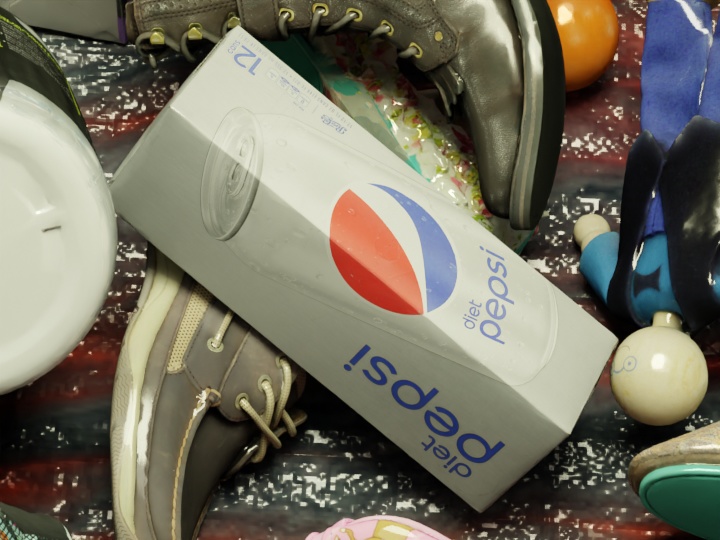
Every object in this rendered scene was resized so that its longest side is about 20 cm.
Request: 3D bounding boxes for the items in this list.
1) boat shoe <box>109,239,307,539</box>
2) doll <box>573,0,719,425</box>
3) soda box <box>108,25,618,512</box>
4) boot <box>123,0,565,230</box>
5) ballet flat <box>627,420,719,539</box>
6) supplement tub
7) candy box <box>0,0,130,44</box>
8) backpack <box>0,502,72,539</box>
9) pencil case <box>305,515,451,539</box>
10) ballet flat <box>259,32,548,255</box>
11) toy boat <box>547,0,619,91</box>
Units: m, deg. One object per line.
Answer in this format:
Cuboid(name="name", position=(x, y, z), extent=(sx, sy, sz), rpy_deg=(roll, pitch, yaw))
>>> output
Cuboid(name="boat shoe", position=(-0.057, 0.039, 1.024), extent=(0.073, 0.075, 0.201), rpy_deg=(6, 58, 3))
Cuboid(name="doll", position=(0.132, -0.032, 1.048), extent=(0.048, 0.136, 0.202), rpy_deg=(22, 66, -33))
Cuboid(name="soda box", position=(0.000, 0.000, 1.003), extent=(0.200, 0.068, 0.064), rpy_deg=(40, 43, -5))
Cuboid(name="boot", position=(-0.010, -0.106, 1.042), extent=(0.173, 0.069, 0.202), rpy_deg=(-8, 86, 11))
Cuboid(name="ballet flat", position=(0.203, 0.082, 1.012), extent=(0.198, 0.068, 0.068), rpy_deg=(14, 53, -5))
Cuboid(name="supplement tub", position=(-0.165, -0.038, 0.999), extent=(0.122, 0.123, 0.200), rpy_deg=(-11, 21, -8))
Cuboid(name="candy box", position=(-0.116, -0.234, 1.141), extent=(0.071, 0.168, 0.201), rpy_deg=(11, 57, 5))
Cuboid(name="backpack", position=(-0.144, 0.189, 0.852), extent=(0.177, 0.150, 0.200), rpy_deg=(-40, 44, 8))
Cuboid(name="pencil case", position=(-0.012, 0.190, 0.923), extent=(0.086, 0.083, 0.201), rpy_deg=(6, 57, 20))
Cuboid(name="ballet flat", position=(0.005, -0.071, 1.103), extent=(0.064, 0.076, 0.200), rpy_deg=(-28, 71, -29))
Cuboid(name="toy boat", position=(0.080, -0.144, 1.134), extent=(0.199, 0.130, 0.132), rpy_deg=(-17, 89, -11))
